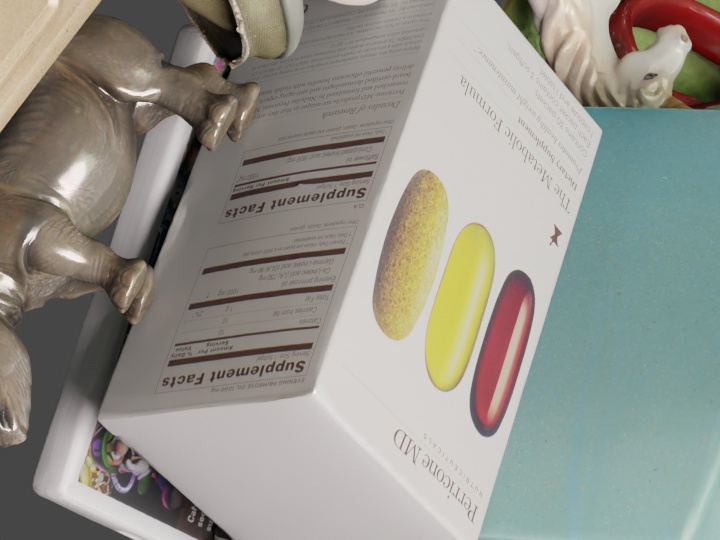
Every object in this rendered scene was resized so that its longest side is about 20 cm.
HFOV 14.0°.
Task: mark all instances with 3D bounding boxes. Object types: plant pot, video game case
[{"bbox_3d":[0.116,0.054,1.208,0.142,0.141,0.201,68,32,-47],"label":"plant pot"},{"bbox_3d":[-0.041,0.026,1.216,0.182,0.023,0.201,32,70,-46],"label":"video game case"}]

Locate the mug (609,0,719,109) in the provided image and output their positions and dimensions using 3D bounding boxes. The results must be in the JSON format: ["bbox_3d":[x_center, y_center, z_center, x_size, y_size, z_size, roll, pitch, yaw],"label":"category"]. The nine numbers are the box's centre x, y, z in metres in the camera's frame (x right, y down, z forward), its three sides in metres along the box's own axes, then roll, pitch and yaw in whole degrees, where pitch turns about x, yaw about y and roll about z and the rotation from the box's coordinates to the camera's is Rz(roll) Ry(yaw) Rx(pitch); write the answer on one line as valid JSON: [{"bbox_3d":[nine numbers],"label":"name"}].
[{"bbox_3d":[0.199,-0.049,1.408,0.200,0.133,0.179,-18,108,-50],"label":"mug"}]

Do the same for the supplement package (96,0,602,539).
[{"bbox_3d":[0.000,0.000,1.138,0.114,0.109,0.201,45,51,-37],"label":"supplement package"}]

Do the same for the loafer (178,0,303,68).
[{"bbox_3d":[-0.099,-0.148,1.095,0.070,0.075,0.200,-45,108,-16],"label":"loafer"}]

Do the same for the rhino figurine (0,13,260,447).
[{"bbox_3d":[-0.117,-0.011,1.086,0.201,0.087,0.060,-62,172,-24],"label":"rhino figurine"}]

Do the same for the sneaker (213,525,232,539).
[{"bbox_3d":[0.009,0.107,1.206,0.200,0.078,0.091,-51,131,-33],"label":"sneaker"}]

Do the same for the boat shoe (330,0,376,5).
[{"bbox_3d":[-0.010,-0.209,1.125,0.074,0.093,0.201,-3,67,-32],"label":"boat shoe"}]

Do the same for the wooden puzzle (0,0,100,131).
[{"bbox_3d":[-0.148,-0.141,0.980,0.200,0.037,0.185,-52,133,-21],"label":"wooden puzzle"}]

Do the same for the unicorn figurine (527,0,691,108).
[{"bbox_3d":[0.092,-0.150,1.315,0.199,0.074,0.138,29,66,-18],"label":"unicorn figurine"}]
